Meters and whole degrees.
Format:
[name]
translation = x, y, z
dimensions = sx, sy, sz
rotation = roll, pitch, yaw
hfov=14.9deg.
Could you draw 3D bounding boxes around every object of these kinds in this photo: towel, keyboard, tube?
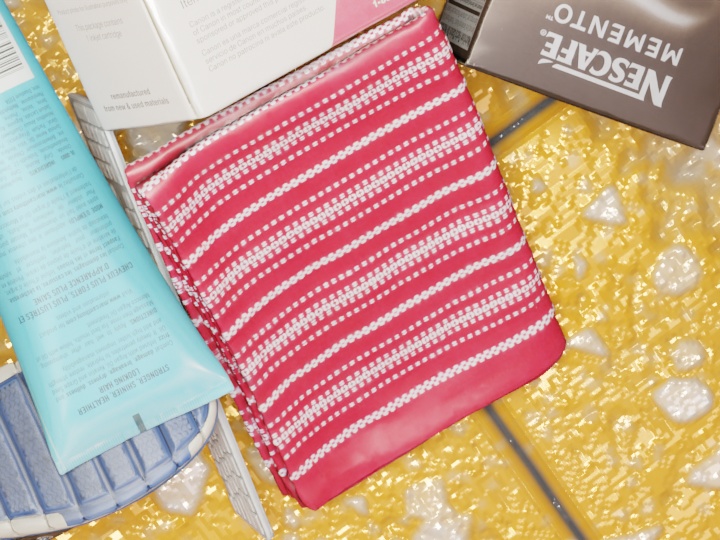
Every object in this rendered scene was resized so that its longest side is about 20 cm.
[towel]
translation = 0.000, 0.000, 1.144
dimensions = 0.145, 0.022, 0.200
rotation = -30, 129, -6
[keyboard]
translation = -0.079, 0.019, 1.155
dimensions = 0.011, 0.056, 0.200
rotation = -23, 104, -7
[tube]
translation = -0.129, -0.024, 1.097
dimensions = 0.077, 0.050, 0.200
rotation = -26, 92, 0

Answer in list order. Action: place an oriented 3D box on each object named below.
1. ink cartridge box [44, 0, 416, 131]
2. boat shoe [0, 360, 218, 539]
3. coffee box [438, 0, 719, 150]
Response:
[ink cartridge box]
translation = -0.067, -0.175, 1.081
dimensions = 0.146, 0.083, 0.200
rotation = -31, 106, -30
[boat shoe]
translation = -0.150, 0.084, 1.145
dimensions = 0.200, 0.072, 0.072
rotation = -21, 80, 4
[coffee box]
translation = 0.121, -0.164, 1.144
dimensions = 0.114, 0.080, 0.200
rotation = 18, 97, -13
